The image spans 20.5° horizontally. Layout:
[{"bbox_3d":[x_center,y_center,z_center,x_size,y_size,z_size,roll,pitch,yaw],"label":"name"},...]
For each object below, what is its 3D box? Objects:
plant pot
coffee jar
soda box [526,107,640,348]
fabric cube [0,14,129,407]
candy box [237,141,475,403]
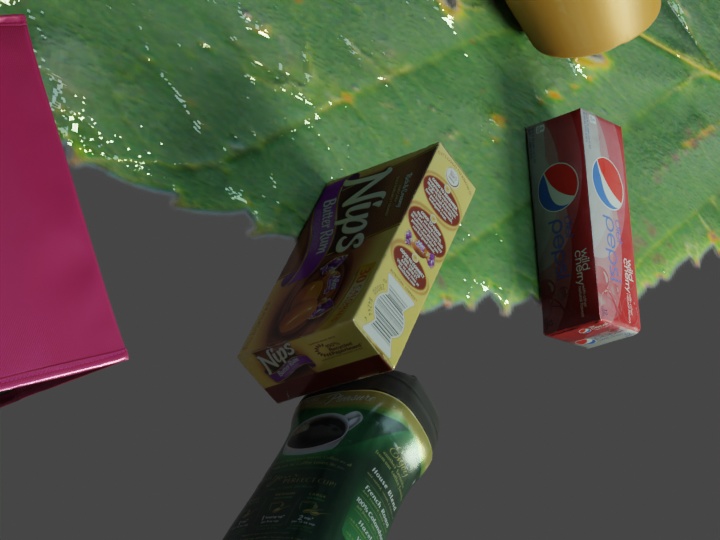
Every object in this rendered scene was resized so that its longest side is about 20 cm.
[{"bbox_3d":[0.186,-0.300,1.781,0.201,0.199,0.184,-60,138,-44],"label":"plant pot"},{"bbox_3d":[-0.019,0.156,1.395,0.086,0.104,0.200,60,39,-28],"label":"coffee jar"},{"bbox_3d":[0.199,-0.037,1.777,0.070,0.063,0.201,17,63,-47],"label":"soda box"},{"bbox_3d":[-0.279,-0.007,1.063,0.196,0.199,0.200,-14,85,-52],"label":"fabric cube"},{"bbox_3d":[0.000,0.000,1.472,0.057,0.116,0.200,50,43,-26],"label":"candy box"}]
